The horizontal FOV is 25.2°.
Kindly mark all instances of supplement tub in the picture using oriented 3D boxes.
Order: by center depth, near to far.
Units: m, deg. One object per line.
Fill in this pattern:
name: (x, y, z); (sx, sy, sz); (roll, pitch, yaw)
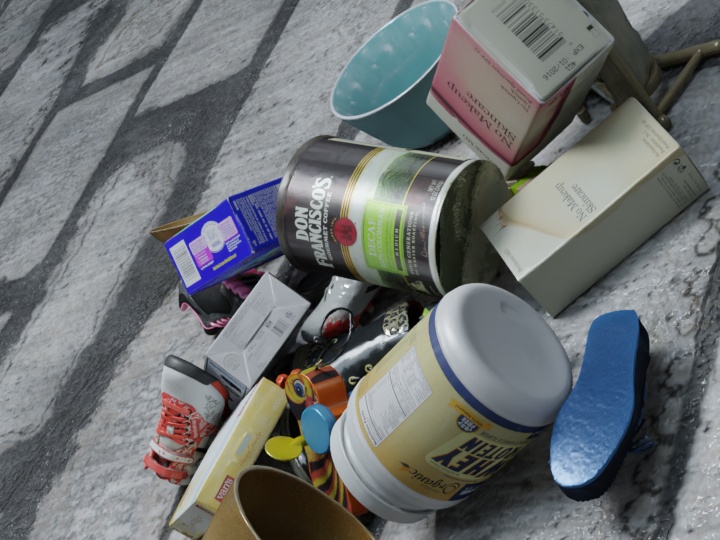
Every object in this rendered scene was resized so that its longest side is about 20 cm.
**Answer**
supplement tub: (0.077, 0.122, 1.431); (0.200, 0.144, 0.145); (-47, 22, 34)

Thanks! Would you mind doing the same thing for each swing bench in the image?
swing bench: (0.242, -0.265, 1.709); (0.130, 0.199, 0.200); (-51, 29, -16)

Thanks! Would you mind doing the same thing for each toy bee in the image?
toy bee: (-0.031, 0.134, 1.559); (0.108, 0.130, 0.202); (9, 90, 52)

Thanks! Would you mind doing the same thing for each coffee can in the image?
coffee can: (0.034, -0.055, 1.654); (0.199, 0.147, 0.147); (11, 57, 34)

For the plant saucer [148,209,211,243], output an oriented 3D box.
plant saucer: (-0.174, -0.062, 2.083); (0.199, 0.036, 0.200); (-16, 7, 2)

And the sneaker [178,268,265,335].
sneaker: (-0.164, 0.040, 1.990); (0.199, 0.079, 0.096); (24, 109, 48)

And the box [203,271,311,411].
box: (-0.117, 0.085, 1.758); (0.117, 0.060, 0.200); (-54, -3, -14)

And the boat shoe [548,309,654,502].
boat shoe: (0.219, 0.121, 1.365); (0.084, 0.069, 0.201); (-2, 42, 34)

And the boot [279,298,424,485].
boot: (-0.001, 0.123, 1.645); (0.153, 0.074, 0.204); (-28, 33, 23)

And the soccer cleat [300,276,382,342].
soccer cleat: (0.000, 0.000, 1.793); (0.200, 0.085, 0.069); (-40, 28, 8)

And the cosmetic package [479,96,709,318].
cosmetic package: (0.227, -0.062, 1.573); (0.200, 0.073, 0.104); (-40, 41, 6)

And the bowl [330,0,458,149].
bowl: (0.070, -0.227, 1.986); (0.200, 0.105, 0.201); (-33, 29, 21)

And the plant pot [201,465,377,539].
plant pot: (-0.090, 0.311, 1.425); (0.200, 0.186, 0.187); (-53, 25, 15)

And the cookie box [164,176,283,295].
cookie box: (-0.102, -0.057, 1.889); (0.199, 0.076, 0.171); (-23, -3, -37)

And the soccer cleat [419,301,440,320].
soccer cleat: (0.122, 0.068, 1.575); (0.081, 0.068, 0.200); (-25, 19, -15)

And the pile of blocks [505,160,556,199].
pile of blocks: (0.156, -0.067, 1.713); (0.199, 0.062, 0.082); (-8, 28, 41)

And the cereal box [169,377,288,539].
cereal box: (-0.137, 0.198, 1.658); (0.144, 0.039, 0.200); (-61, 5, -20)

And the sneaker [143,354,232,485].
sneaker: (-0.194, 0.171, 1.747); (0.067, 0.202, 0.108); (27, 73, 13)

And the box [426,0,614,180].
box: (0.157, -0.200, 1.626); (0.109, 0.128, 0.200); (-42, -10, -17)

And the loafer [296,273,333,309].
loafer: (-0.002, -0.033, 1.855); (0.200, 0.072, 0.073); (-39, 29, 12)
